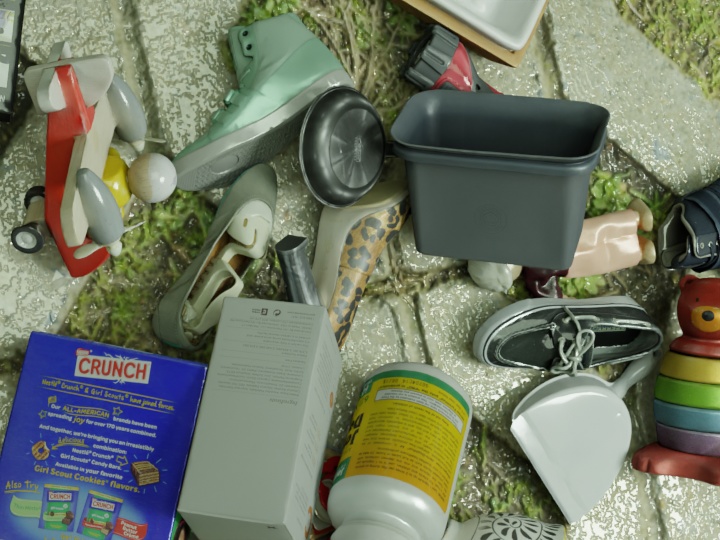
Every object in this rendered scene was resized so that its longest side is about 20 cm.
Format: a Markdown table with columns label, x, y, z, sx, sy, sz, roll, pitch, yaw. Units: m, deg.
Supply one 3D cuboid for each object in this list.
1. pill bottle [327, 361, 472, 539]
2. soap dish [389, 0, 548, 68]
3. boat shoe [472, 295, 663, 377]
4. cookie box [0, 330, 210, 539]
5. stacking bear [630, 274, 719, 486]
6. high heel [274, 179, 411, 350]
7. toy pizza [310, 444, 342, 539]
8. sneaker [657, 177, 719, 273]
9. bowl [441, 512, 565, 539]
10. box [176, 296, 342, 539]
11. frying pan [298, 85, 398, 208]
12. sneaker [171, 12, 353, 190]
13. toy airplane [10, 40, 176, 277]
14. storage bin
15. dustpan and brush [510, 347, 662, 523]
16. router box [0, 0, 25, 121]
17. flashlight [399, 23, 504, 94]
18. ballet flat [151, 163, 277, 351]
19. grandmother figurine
| label | x | y | z | sx | sy | sz | roll | pitch | yaw |
| --- | --- | --- | --- | --- | --- | --- | --- | --- | --- |
| pill bottle | 0.033 | 0.194 | 1.279 | 0.112 | 0.113 | 0.201 | 29 | 49 | -12 |
| soap dish | 0.102 | -0.318 | 1.412 | 0.199 | 0.081 | 0.159 | 28 | 76 | -12 |
| boat shoe | 0.213 | 0.074 | 1.401 | 0.197 | 0.068 | 0.074 | -2 | 118 | -22 |
| cookie box | -0.228 | 0.171 | 1.229 | 0.169 | 0.075 | 0.202 | 11 | 79 | 6 |
| stacking bear | 0.354 | 0.107 | 1.410 | 0.120 | 0.113 | 0.202 | 7 | 95 | 26 |
| high heel | 0.000 | 0.000 | 1.372 | 0.199 | 0.071 | 0.144 | -32 | 123 | -35 |
| toy pizza | -0.042 | 0.254 | 1.296 | 0.198 | 0.032 | 0.202 | 11 | 61 | -20 |
| sneaker | 0.399 | 0.002 | 1.464 | 0.145 | 0.077 | 0.204 | -21 | 81 | -29 |
| bowl | 0.098 | 0.295 | 1.292 | 0.094 | 0.201 | 0.201 | 36 | 75 | 3 |
| box | -0.085 | 0.143 | 1.235 | 0.096 | 0.125 | 0.202 | 6 | 64 | 10 |
| frying pan | 0.009 | -0.104 | 1.338 | 0.189 | 0.031 | 0.116 | 29 | 75 | -45 |
| sneaker | -0.118 | -0.167 | 1.342 | 0.199 | 0.074 | 0.119 | -34 | 71 | -5 |
| toy airplane | -0.231 | -0.102 | 1.223 | 0.140 | 0.199 | 0.202 | 9 | 80 | -6 |
| storage bin | 0.136 | -0.088 | 1.340 | 0.198 | 0.146 | 0.136 | 7 | 123 | 15 |
| dustpan and brush | 0.249 | 0.145 | 1.428 | 0.199 | 0.057 | 0.140 | -37 | 106 | -11 |
| router box | -0.410 | -0.225 | 1.257 | 0.198 | 0.051 | 0.151 | 7 | 84 | -16 |
| flashlight | 0.137 | -0.174 | 1.419 | 0.199 | 0.068 | 0.068 | 31 | 91 | -16 |
| ballet flat | -0.122 | -0.009 | 1.312 | 0.201 | 0.063 | 0.067 | -58 | 136 | -12 |
| grandmother figurine | 0.205 | -0.015 | 1.425 | 0.198 | 0.061 | 0.123 | -10 | 93 | -16 |
